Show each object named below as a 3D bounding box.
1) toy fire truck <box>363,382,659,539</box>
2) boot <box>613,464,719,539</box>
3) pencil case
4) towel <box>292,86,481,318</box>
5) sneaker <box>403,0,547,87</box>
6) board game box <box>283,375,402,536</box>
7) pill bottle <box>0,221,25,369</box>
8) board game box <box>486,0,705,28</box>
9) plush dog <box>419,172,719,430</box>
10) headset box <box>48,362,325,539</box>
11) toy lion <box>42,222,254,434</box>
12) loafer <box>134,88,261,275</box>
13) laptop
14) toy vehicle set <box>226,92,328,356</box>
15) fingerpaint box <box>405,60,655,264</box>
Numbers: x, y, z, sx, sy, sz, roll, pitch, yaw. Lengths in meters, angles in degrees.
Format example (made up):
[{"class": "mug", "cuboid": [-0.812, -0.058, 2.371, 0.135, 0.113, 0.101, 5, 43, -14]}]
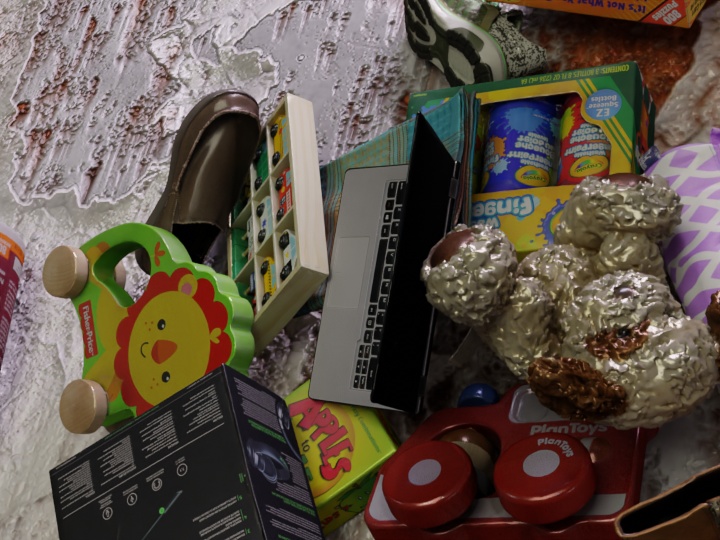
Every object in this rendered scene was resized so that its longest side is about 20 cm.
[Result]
[{"class": "toy fire truck", "cuboid": [0.110, 0.144, 0.898, 0.199, 0.112, 0.168, -7, 34, 25]}, {"class": "boot", "cuboid": [0.189, 0.193, 0.754, 0.188, 0.200, 0.069, -20, 55, 15]}, {"class": "pencil case", "cuboid": [0.267, -0.003, 0.899, 0.085, 0.084, 0.201, -44, 48, 40]}, {"class": "towel", "cuboid": [0.014, -0.052, 1.017, 0.200, 0.022, 0.147, -23, 49, 42]}, {"class": "sneaker", "cuboid": [0.102, -0.221, 1.141, 0.088, 0.077, 0.200, -15, 48, -19]}, {"class": "board game box", "cuboid": [-0.065, 0.171, 0.995, 0.200, 0.048, 0.102, -37, 52, 4]}, {"class": "pill bottle", "cuboid": [-0.392, 0.054, 1.189, 0.114, 0.114, 0.201, -10, 59, 22]}, {"class": "board game box", "cuboid": [0.209, -0.353, 1.038, 0.199, 0.200, 0.200, 16, 57, 33]}, {"class": "plush dog", "cuboid": [0.158, 0.045, 0.835, 0.199, 0.161, 0.172, -19, 33, -20]}, {"class": "headset box", "cuboid": [-0.120, 0.203, 0.907, 0.174, 0.093, 0.201, -32, 52, 16]}, {"class": "toy lion", "cuboid": [-0.175, 0.049, 1.070, 0.191, 0.069, 0.201, -24, 68, 29]}, {"class": "loafer", "cuboid": [-0.135, -0.065, 1.117, 0.071, 0.073, 0.201, 52, 125, 45]}, {"class": "laptop", "cuboid": [0.000, 0.000, 0.894, 0.200, 0.116, 0.188, 1, 78, 50]}, {"class": "toy vehicle set", "cuboid": [-0.076, -0.041, 1.085, 0.124, 0.026, 0.201, -49, 35, 39]}, {"class": "fingerpaint box", "cuboid": [0.131, -0.071, 1.017, 0.199, 0.073, 0.168, -4, 61, 26]}]
